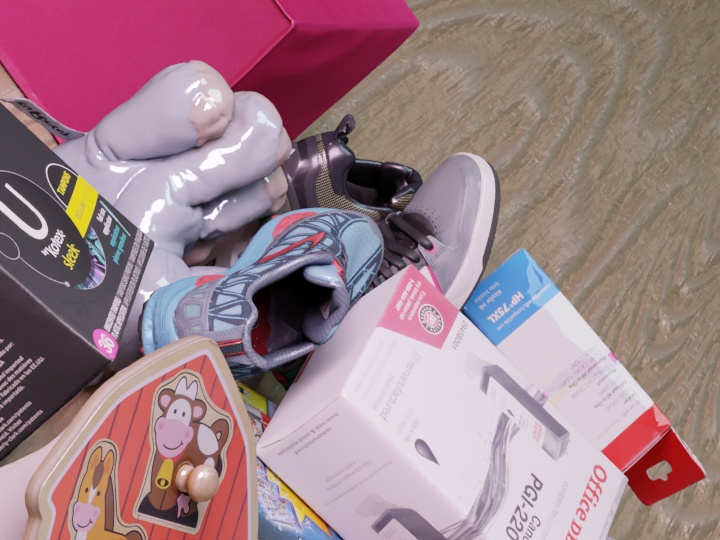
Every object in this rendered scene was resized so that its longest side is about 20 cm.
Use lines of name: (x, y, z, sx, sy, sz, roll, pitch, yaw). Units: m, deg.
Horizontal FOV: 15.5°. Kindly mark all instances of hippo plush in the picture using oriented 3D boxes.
hippo plush: (-0.119, -0.022, 1.600, 0.200, 0.159, 0.161, 16, 44, -35)

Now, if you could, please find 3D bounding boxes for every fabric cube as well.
fabric cube: (-0.120, -0.184, 1.834, 0.200, 0.196, 0.199, 55, 25, 11)

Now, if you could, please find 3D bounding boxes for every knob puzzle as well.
knob puzzle: (-0.103, 0.132, 1.381, 0.030, 0.220, 0.220, 13, 1, 34)

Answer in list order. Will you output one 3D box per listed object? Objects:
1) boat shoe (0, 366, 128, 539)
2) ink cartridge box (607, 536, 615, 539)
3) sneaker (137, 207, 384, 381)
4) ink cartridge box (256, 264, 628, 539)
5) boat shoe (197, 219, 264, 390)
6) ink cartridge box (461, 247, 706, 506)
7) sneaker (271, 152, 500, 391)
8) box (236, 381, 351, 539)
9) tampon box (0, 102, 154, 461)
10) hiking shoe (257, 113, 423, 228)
boat shoe: (-0.158, 0.139, 1.416, 0.075, 0.093, 0.200, 32, 48, 23)
ink cartridge box: (0.189, 0.261, 1.869, 0.116, 0.067, 0.200, 31, 29, -36)
sneaker: (-0.035, 0.020, 1.547, 0.200, 0.095, 0.079, -34, 115, -47)
ink cartridge box: (0.053, 0.118, 1.583, 0.200, 0.085, 0.146, 46, 37, -13)
boat shoe: (-0.075, 0.011, 1.774, 0.066, 0.072, 0.200, 46, 23, -20)
ink cartridge box: (0.135, 0.093, 1.824, 0.200, 0.067, 0.116, 50, -23, 2)
sneaker: (0.000, 0.000, 1.694, 0.121, 0.200, 0.084, 26, 3, -41)
box: (-0.032, 0.149, 1.571, 0.200, 0.038, 0.137, 34, 27, -33)
tampon box: (-0.234, -0.013, 1.437, 0.200, 0.126, 0.150, 43, 23, -16)
hiking shoe: (0.007, -0.021, 1.776, 0.200, 0.101, 0.076, 48, 23, -44)
